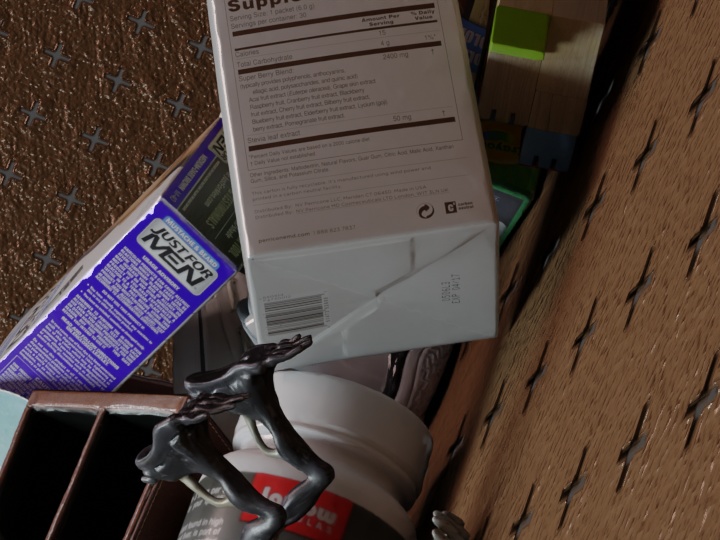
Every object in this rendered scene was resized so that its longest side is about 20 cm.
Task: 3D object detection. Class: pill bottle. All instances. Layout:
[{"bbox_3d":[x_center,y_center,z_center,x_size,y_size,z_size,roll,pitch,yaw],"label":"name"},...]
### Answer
[{"bbox_3d":[-0.039,0.157,1.419,0.114,0.113,0.201,122,168,-65],"label":"pill bottle"}]

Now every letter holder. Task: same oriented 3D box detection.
[{"bbox_3d":[-0.105,0.175,1.513,0.200,0.100,0.143,55,-135,-44],"label":"letter holder"}]

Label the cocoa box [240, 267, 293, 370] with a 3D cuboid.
[{"bbox_3d":[-0.038,0.001,1.942,0.200,0.133,0.132,-124,58,-83],"label":"cocoa box"}]

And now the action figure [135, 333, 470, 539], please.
[{"bbox_3d":[-0.019,0.137,1.282,0.102,0.201,0.119,-14,15,38],"label":"action figure"}]

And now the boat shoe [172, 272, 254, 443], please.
[{"bbox_3d":[-0.074,0.037,1.734,0.200,0.065,0.072,-93,-6,-64],"label":"boat shoe"}]

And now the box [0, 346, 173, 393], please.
[{"bbox_3d":[-0.167,0.180,1.792,0.166,0.163,0.201,110,171,-63],"label":"box"}]

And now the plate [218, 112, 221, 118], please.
[{"bbox_3d":[-0.040,-0.105,1.769,0.201,0.032,0.199,-68,22,2],"label":"plate"}]

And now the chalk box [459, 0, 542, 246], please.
[{"bbox_3d":[0.033,-0.079,1.582,0.125,0.123,0.201,120,170,-62],"label":"chalk box"}]

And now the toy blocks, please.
[{"bbox_3d":[0.090,-0.128,1.449,0.137,0.099,0.201,100,180,-49],"label":"toy blocks"}]

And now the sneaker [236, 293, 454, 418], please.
[{"bbox_3d":[0.000,0.000,1.654,0.200,0.114,0.075,-76,9,-56],"label":"sneaker"}]

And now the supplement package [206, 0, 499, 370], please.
[{"bbox_3d":[-0.007,-0.073,1.428,0.121,0.119,0.201,85,177,-61],"label":"supplement package"}]

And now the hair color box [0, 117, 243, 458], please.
[{"bbox_3d":[-0.133,0.015,1.657,0.200,0.065,0.109,-42,9,29],"label":"hair color box"}]

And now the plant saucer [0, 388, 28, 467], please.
[{"bbox_3d":[-0.206,0.167,1.629,0.200,0.039,0.202,-11,72,36],"label":"plant saucer"}]
